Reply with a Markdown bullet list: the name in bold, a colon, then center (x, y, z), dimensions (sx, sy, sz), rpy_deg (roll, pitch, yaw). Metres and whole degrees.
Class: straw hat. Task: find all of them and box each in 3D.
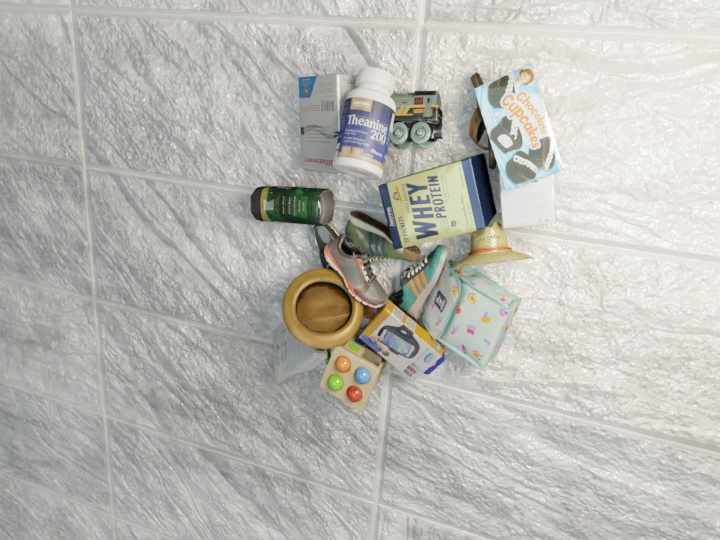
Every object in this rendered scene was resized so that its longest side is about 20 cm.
- **straw hat**: center (0.272, -0.058, 1.116), dimensions (0.194, 0.200, 0.089), rpy_deg (-6, 89, 20)

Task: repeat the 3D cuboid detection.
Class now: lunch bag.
- **lunch bag**: center (0.242, 0.093, 1.202), dimensions (0.197, 0.120, 0.175), rpy_deg (32, 118, 26)

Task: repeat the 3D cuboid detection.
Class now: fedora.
- **fedora**: center (-0.091, 0.096, 1.264), dimensions (0.192, 0.082, 0.209), rpy_deg (2, 75, -7)

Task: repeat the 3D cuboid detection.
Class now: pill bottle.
- **pill bottle**: center (0.013, -0.302, 1.088), dimensions (0.107, 0.111, 0.208), rpy_deg (12, 89, 15)

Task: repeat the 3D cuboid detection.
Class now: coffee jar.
- **coffee jar**: center (-0.167, -0.160, 1.285), dimensions (0.193, 0.104, 0.089), rpy_deg (5, 102, 17)

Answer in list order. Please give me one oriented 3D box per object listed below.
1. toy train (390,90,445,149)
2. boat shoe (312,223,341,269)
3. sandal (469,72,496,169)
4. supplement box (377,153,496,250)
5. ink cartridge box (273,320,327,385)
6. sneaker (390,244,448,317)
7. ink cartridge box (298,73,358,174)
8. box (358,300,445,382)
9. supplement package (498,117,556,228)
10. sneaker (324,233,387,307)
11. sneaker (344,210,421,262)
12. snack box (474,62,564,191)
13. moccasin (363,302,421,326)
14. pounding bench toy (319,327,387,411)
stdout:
- **toy train**: center (0.093, -0.333, 1.161), dimensions (0.193, 0.085, 0.119), rpy_deg (5, 94, 21)
- **boat shoe**: center (-0.063, -0.024, 1.305), dimensions (0.070, 0.066, 0.206), rpy_deg (-22, 99, 20)
- **sandal**: center (0.248, -0.307, 1.093), dimensions (0.053, 0.081, 0.208), rpy_deg (-13, 86, 17)
- **supplement box**: center (0.169, -0.149, 1.112), dimensions (0.193, 0.199, 0.139), rpy_deg (-12, 99, 24)
- **ink cartridge box**: center (-0.160, 0.188, 1.368), dimensions (0.055, 0.167, 0.200), rpy_deg (13, 141, -30)
- **sneaker**: center (0.134, 0.015, 1.232), dimensions (0.078, 0.072, 0.204), rpy_deg (28, 120, 1)
- **ink cartridge box**: center (-0.066, -0.328, 1.185), dimensions (0.142, 0.082, 0.208), rpy_deg (16, 113, 45)
- **box**: center (0.104, 0.176, 1.244), dimensions (0.198, 0.042, 0.120), rpy_deg (40, 126, -3)
- **supplement package**: center (0.342, -0.202, 1.085), dimensions (0.106, 0.114, 0.208), rpy_deg (-4, 102, 20)
- **sneaker**: center (0.000, 0.000, 1.232), dimensions (0.200, 0.077, 0.082), rpy_deg (45, 128, -5)
- **sneaker**: center (0.045, -0.057, 1.262), dimensions (0.196, 0.067, 0.092), rpy_deg (31, 117, 12)
- **snack box**: center (0.301, -0.270, 1.002), dimensions (0.113, 0.037, 0.207), rpy_deg (-18, 93, 22)
- **moccasin**: center (0.070, 0.127, 1.298), dimensions (0.197, 0.074, 0.079), rpy_deg (29, 127, 6)
- **pounding bench toy**: center (-0.042, 0.226, 1.319), dimensions (0.195, 0.156, 0.127), rpy_deg (28, 113, 10)
